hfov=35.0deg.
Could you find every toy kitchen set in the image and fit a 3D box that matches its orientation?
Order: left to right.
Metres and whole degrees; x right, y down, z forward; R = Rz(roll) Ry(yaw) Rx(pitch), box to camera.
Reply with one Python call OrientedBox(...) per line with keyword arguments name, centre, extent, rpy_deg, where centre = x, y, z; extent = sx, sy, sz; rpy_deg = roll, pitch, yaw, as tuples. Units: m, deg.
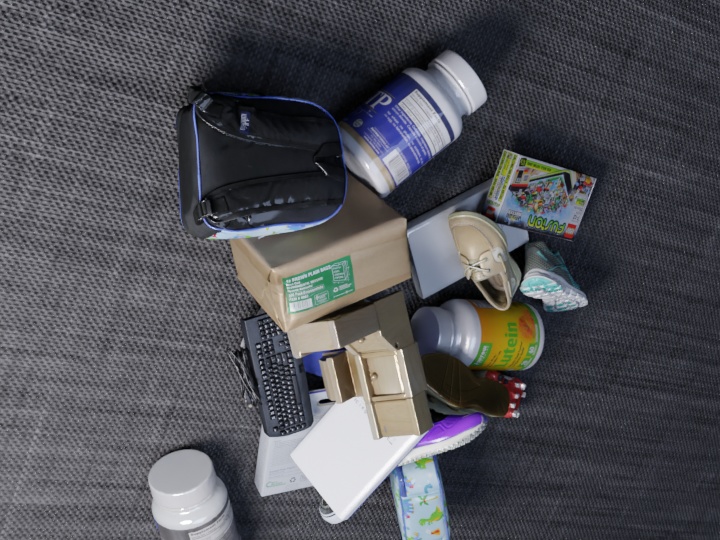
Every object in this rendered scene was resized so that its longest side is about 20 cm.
OrientedBox(name="toy kitchen set", centre=(-0.029, 0.151, 1.572), extent=(0.180, 0.163, 0.200), rpy_deg=(-20, 99, -55))

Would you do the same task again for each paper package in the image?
OrientedBox(name="paper package", centre=(-0.057, -0.032, 1.529), extent=(0.200, 0.191, 0.104), rpy_deg=(-22, 123, -18))

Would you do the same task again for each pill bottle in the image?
OrientedBox(name="pill bottle", centre=(-0.244, 0.369, 1.691), extent=(0.114, 0.114, 0.200), rpy_deg=(-23, 125, -19))
OrientedBox(name="pill bottle", centre=(0.068, -0.204, 1.555), extent=(0.200, 0.120, 0.120), rpy_deg=(-39, 129, -7))
OrientedBox(name="pill bottle", centre=(0.180, 0.101, 1.797), extent=(0.200, 0.111, 0.111), rpy_deg=(4, 114, -32))

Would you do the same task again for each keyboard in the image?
OrientedBox(name="keyboard", centre=(-0.126, 0.157, 1.628), extent=(0.104, 0.040, 0.200), rpy_deg=(-15, 114, -12))

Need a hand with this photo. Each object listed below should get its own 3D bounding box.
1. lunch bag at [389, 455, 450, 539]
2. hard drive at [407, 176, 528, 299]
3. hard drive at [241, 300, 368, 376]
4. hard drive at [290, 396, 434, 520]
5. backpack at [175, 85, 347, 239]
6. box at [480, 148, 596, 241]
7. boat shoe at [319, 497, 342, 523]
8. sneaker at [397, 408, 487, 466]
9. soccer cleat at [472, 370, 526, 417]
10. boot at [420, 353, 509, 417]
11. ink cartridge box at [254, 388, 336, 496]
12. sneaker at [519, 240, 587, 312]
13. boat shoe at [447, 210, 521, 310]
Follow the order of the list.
OrientedBox(name="lunch bag", centre=(0.091, 0.349, 1.855), extent=(0.082, 0.161, 0.200), rpy_deg=(-10, 125, 0))
OrientedBox(name="hard drive", centre=(0.162, -0.055, 1.754), extent=(0.200, 0.027, 0.132), rpy_deg=(-28, 127, -16))
OrientedBox(name="hard drive", centre=(-0.062, 0.087, 1.689), extent=(0.200, 0.025, 0.132), rpy_deg=(22, 103, -38))
OrientedBox(name="hard drive", centre=(0.000, 0.249, 1.682), extent=(0.200, 0.132, 0.025), rpy_deg=(-50, 154, 15))
OrientedBox(name="backpack", centre=(-0.129, -0.131, 1.439), extent=(0.200, 0.147, 0.183), rpy_deg=(-4, 87, -24))
OrientedBox(name="box", centre=(0.276, -0.113, 1.758), extent=(0.200, 0.035, 0.110), rpy_deg=(9, 104, -44))
OrientedBox(name="boat shoe", centre=(-0.008, 0.298, 1.773), extent=(0.071, 0.072, 0.200), rpy_deg=(38, 87, -35))
OrientedBox(name="sneaker", centre=(0.085, 0.228, 1.689), extent=(0.200, 0.100, 0.070), rpy_deg=(-22, 168, 15))
OrientedBox(name="soccer cleat", centre=(0.217, 0.198, 1.908), extent=(0.200, 0.085, 0.069), rpy_deg=(33, 74, -62))
OrientedBox(name="boot", centre=(0.113, 0.185, 1.767), extent=(0.200, 0.155, 0.072), rpy_deg=(26, 65, -38))
OrientedBox(name="ink cartridge box", centre=(-0.060, 0.248, 1.771), extent=(0.200, 0.041, 0.200), rpy_deg=(-6, 125, -28))
OrientedBox(name="sneaker", centre=(0.315, 0.008, 1.852), extent=(0.078, 0.091, 0.200), rpy_deg=(-12, 158, 23))
OrientedBox(name="boat shoe", centre=(0.186, -0.014, 1.717), extent=(0.200, 0.072, 0.065), rpy_deg=(53, 43, -44))
